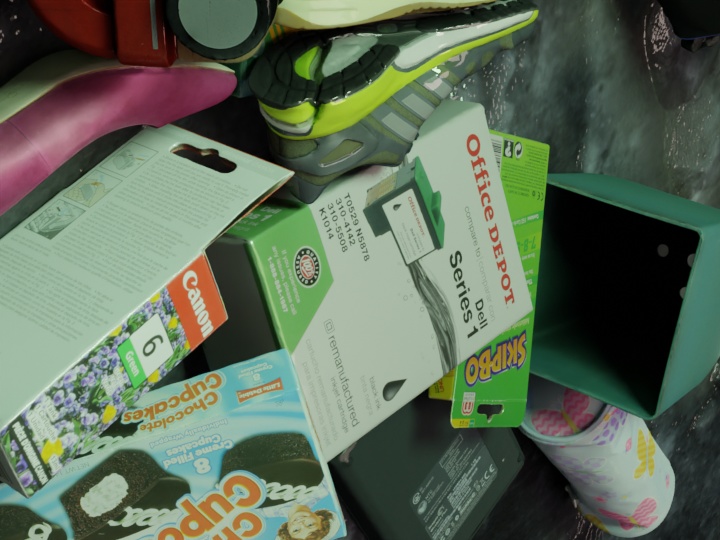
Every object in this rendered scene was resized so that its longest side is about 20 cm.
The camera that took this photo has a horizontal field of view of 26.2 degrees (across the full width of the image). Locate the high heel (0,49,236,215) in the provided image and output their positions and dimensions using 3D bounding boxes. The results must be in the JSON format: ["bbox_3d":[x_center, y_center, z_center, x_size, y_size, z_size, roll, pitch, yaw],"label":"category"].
[{"bbox_3d":[-0.144,-0.054,0.739,0.199,0.067,0.097,-13,109,-42],"label":"high heel"}]

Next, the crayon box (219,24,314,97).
[{"bbox_3d":[-0.029,-0.201,0.825,0.125,0.051,0.201,-18,121,-45],"label":"crayon box"}]

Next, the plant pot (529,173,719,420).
[{"bbox_3d":[0.216,0.004,1.171,0.200,0.141,0.142,-15,120,-55],"label":"plant pot"}]

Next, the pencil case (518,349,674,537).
[{"bbox_3d":[0.190,0.142,1.250,0.200,0.090,0.083,53,49,-50],"label":"pencil case"}]

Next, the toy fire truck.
[{"bbox_3d":[-0.133,-0.178,0.663,0.129,0.199,0.177,-76,167,-64],"label":"toy fire truck"}]

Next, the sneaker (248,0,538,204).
[{"bbox_3d":[0.020,-0.106,0.848,0.200,0.074,0.081,-29,142,-31],"label":"sneaker"}]

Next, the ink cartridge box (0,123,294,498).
[{"bbox_3d":[-0.129,0.011,0.764,0.200,0.109,0.051,-43,137,-28],"label":"ink cartridge box"}]

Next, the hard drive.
[{"bbox_3d":[0.046,0.130,1.109,0.140,0.033,0.200,-51,141,-20],"label":"hard drive"}]

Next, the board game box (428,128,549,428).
[{"bbox_3d":[0.089,0.007,1.062,0.095,0.030,0.201,7,85,-52],"label":"board game box"}]

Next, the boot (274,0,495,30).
[{"bbox_3d":[0.029,-0.214,0.784,0.199,0.072,0.155,-19,123,-35],"label":"boot"}]

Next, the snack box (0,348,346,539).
[{"bbox_3d":[-0.116,0.122,0.813,0.199,0.037,0.117,-18,130,-2],"label":"snack box"}]

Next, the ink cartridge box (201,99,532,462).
[{"bbox_3d":[0.000,0.000,0.915,0.200,0.084,0.147,-33,117,-36],"label":"ink cartridge box"}]

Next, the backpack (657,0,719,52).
[{"bbox_3d":[0.298,-0.274,1.094,0.135,0.182,0.201,45,57,-34],"label":"backpack"}]
